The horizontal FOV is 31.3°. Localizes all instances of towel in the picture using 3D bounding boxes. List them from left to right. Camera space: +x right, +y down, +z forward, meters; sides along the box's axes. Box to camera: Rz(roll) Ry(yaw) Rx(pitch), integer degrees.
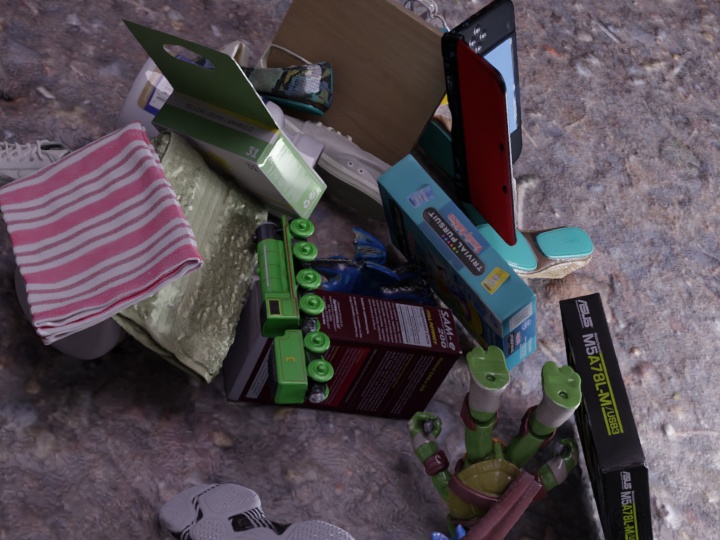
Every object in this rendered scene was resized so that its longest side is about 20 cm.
[{"bbox_3d":[-0.223,-0.040,1.068,0.145,0.030,0.201,-27,49,-3],"label":"towel"},{"bbox_3d":[-0.153,-0.013,1.129,0.148,0.036,0.201,39,48,-31],"label":"towel"}]

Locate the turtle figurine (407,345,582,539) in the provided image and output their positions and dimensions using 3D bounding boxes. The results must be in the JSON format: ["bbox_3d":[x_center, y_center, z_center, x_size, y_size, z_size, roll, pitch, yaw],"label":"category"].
[{"bbox_3d":[0.123,0.141,1.152,0.144,0.195,0.200,36,44,21],"label":"turtle figurine"}]

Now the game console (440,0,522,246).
[{"bbox_3d":[0.156,-0.160,1.356,0.118,0.201,0.172,20,43,35],"label":"game console"}]

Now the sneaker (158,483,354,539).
[{"bbox_3d":[-0.080,0.248,1.028,0.199,0.116,0.075,11,29,36],"label":"sneaker"}]

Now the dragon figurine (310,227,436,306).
[{"bbox_3d":[0.000,0.000,1.267,0.200,0.099,0.059,38,23,-48],"label":"dragon figurine"}]

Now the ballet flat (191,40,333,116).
[{"bbox_3d":[-0.118,-0.220,1.428,0.198,0.075,0.074,13,39,16],"label":"ballet flat"}]

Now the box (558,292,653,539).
[{"bbox_3d":[0.231,0.158,1.199,0.047,0.201,0.194,-10,46,7],"label":"box"}]

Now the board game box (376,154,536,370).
[{"bbox_3d":[0.100,-0.004,1.318,0.047,0.151,0.200,-36,67,-9],"label":"board game box"}]

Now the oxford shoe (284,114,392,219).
[{"bbox_3d":[-0.039,-0.130,1.415,0.199,0.075,0.058,32,68,2],"label":"oxford shoe"}]

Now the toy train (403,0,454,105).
[{"bbox_3d":[0.052,-0.233,1.505,0.149,0.200,0.056,26,59,-21],"label":"toy train"}]

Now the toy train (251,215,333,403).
[{"bbox_3d":[-0.061,0.031,1.116,0.056,0.042,0.201,0,49,-12],"label":"toy train"}]

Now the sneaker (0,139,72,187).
[{"bbox_3d":[-0.322,-0.097,1.232,0.198,0.081,0.076,17,44,-10],"label":"sneaker"}]

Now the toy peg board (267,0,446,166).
[{"bbox_3d":[0.003,-0.224,1.461,0.199,0.200,0.098,34,26,7],"label":"toy peg board"}]

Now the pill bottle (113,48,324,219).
[{"bbox_3d":[-0.145,-0.135,1.336,0.199,0.120,0.120,27,41,-3],"label":"pill bottle"}]

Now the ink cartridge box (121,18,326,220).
[{"bbox_3d":[-0.131,-0.132,1.157,0.145,0.200,0.048,23,74,34],"label":"ink cartridge box"}]

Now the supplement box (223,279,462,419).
[{"bbox_3d":[-0.018,0.077,1.202,0.198,0.109,0.061,10,45,-21],"label":"supplement box"}]

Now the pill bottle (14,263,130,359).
[{"bbox_3d":[-0.210,-0.015,1.182,0.115,0.116,0.200,37,42,10],"label":"pill bottle"}]

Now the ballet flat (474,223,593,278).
[{"bbox_3d":[0.177,-0.012,1.426,0.199,0.065,0.071,2,56,-38],"label":"ballet flat"}]

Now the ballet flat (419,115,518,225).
[{"bbox_3d":[0.143,-0.111,1.513,0.067,0.068,0.201,-4,52,-41],"label":"ballet flat"}]
